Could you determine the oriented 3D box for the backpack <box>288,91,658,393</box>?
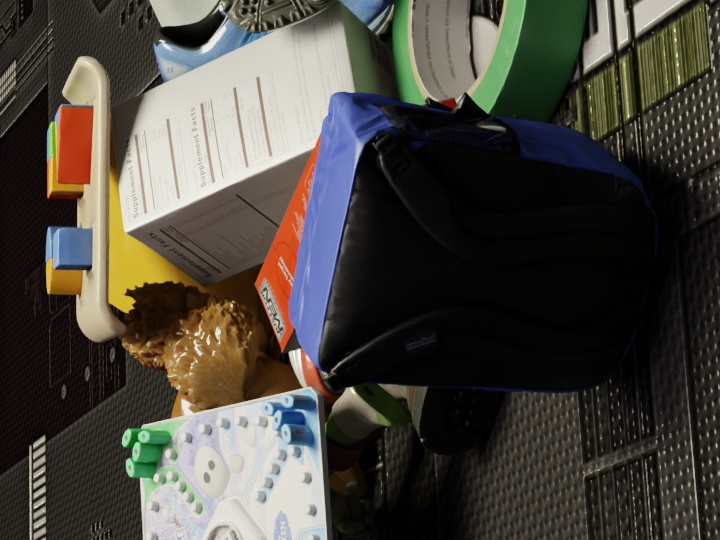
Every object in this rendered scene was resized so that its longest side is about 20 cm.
[{"bbox_3d":[0.068,-0.025,1.388,0.168,0.198,0.164,-113,33,-63],"label":"backpack"}]

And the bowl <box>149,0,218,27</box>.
[{"bbox_3d":[-0.096,-0.224,1.879,0.201,0.090,0.202,50,159,27],"label":"bowl"}]

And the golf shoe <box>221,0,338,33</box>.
[{"bbox_3d":[-0.012,-0.228,1.654,0.077,0.200,0.088,46,170,14],"label":"golf shoe"}]

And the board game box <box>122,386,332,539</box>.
[{"bbox_3d":[-0.093,0.193,1.596,0.199,0.026,0.202,-15,75,46],"label":"board game box"}]

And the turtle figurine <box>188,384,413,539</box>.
[{"bbox_3d":[-0.011,0.167,1.635,0.194,0.143,0.200,-52,53,23],"label":"turtle figurine"}]

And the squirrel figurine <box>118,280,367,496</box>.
[{"bbox_3d":[-0.096,0.086,1.783,0.187,0.141,0.201,-100,-14,-70],"label":"squirrel figurine"}]

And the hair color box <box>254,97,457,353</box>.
[{"bbox_3d":[0.004,-0.027,1.565,0.062,0.101,0.200,65,152,25],"label":"hair color box"}]

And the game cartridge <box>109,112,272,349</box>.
[{"bbox_3d":[-0.142,-0.018,1.881,0.176,0.032,0.201,30,138,22],"label":"game cartridge"}]

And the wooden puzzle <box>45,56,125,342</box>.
[{"bbox_3d":[-0.212,-0.048,1.753,0.185,0.046,0.202,161,105,-78],"label":"wooden puzzle"}]

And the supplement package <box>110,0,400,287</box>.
[{"bbox_3d":[-0.066,-0.088,1.684,0.199,0.114,0.110,-22,58,21],"label":"supplement package"}]

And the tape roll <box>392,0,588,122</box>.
[{"bbox_3d":[0.084,-0.180,1.560,0.200,0.048,0.202,-175,90,-66],"label":"tape roll"}]

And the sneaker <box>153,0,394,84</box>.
[{"bbox_3d":[-0.064,-0.184,1.737,0.079,0.199,0.090,-98,-16,-63],"label":"sneaker"}]

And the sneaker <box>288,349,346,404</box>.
[{"bbox_3d":[0.000,0.000,1.718,0.081,0.077,0.202,-17,60,31],"label":"sneaker"}]

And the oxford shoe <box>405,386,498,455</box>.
[{"bbox_3d":[0.064,0.016,1.540,0.085,0.072,0.201,-118,40,-53],"label":"oxford shoe"}]
